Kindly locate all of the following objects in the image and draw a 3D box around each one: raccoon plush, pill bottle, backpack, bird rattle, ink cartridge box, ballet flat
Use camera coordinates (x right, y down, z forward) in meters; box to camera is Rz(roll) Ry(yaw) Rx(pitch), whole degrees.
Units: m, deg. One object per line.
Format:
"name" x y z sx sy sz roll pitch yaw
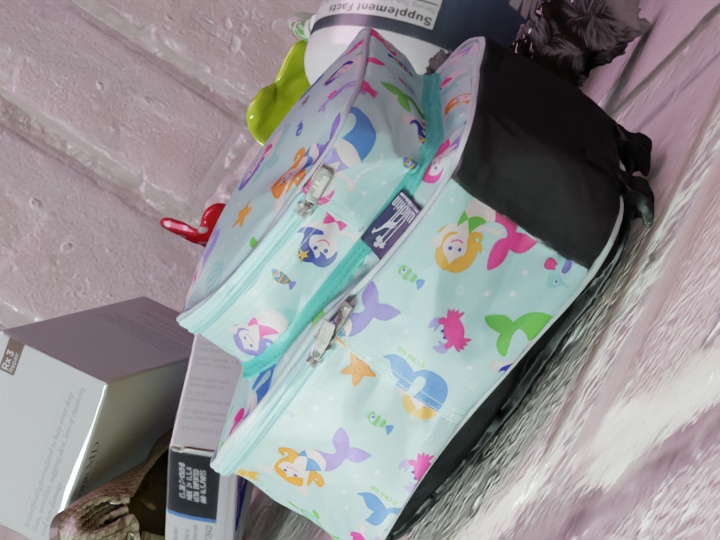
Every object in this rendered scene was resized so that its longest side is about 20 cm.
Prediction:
"raccoon plush" 0.057 -0.050 1.239 0.199 0.097 0.134 -27 -9 -33
"pill bottle" 0.036 -0.132 1.349 0.120 0.119 0.201 143 147 -73
"backpack" 0.011 0.009 1.016 0.201 0.150 0.178 -61 6 19
"bird rattle" -0.022 -0.039 1.590 0.113 0.162 0.200 59 136 36
"ink cartridge box" -0.071 0.063 1.381 0.198 0.047 0.201 96 -177 -56
"ballet flat" -0.113 0.132 1.463 0.046 0.068 0.200 -25 -1 29

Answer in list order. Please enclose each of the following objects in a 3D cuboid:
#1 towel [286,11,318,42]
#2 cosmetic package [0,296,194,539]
"towel" 0.032 -0.133 1.513 0.200 0.152 0.024 -112 38 -81
"cosmetic package" -0.159 0.088 1.514 0.200 0.081 0.113 -22 -47 -69
